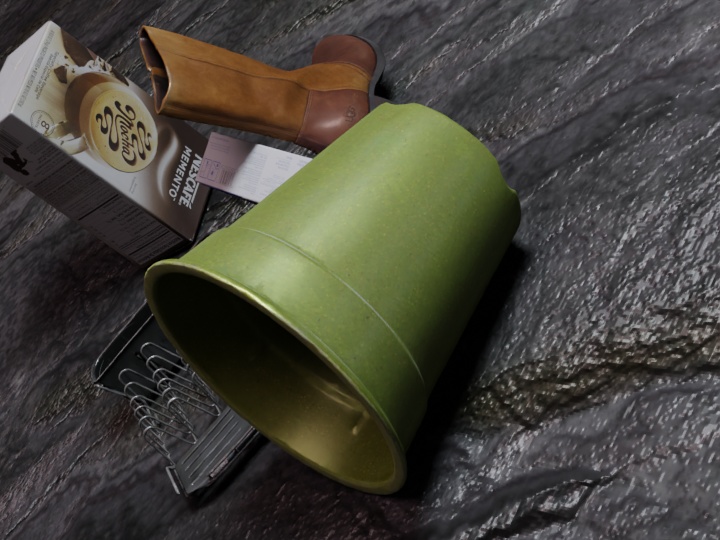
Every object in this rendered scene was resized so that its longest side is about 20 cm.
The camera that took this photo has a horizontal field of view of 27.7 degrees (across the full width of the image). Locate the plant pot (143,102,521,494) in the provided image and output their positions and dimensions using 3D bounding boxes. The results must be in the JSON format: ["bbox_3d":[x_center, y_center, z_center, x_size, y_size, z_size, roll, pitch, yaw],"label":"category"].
[{"bbox_3d":[0.000,0.000,0.907,0.199,0.200,0.190,4,49,54],"label":"plant pot"}]

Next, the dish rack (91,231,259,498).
[{"bbox_3d":[-0.119,0.072,1.095,0.154,0.054,0.200,-50,31,4],"label":"dish rack"}]

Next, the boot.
[{"bbox_3d":[-0.078,-0.148,1.131,0.189,0.198,0.069,-104,33,-48],"label":"boot"}]

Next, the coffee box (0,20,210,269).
[{"bbox_3d":[-0.231,-0.108,1.291,0.079,0.199,0.114,-26,39,41],"label":"coffee box"}]

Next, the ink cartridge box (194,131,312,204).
[{"bbox_3d":[-0.039,-0.058,1.081,0.200,0.093,0.045,22,92,59],"label":"ink cartridge box"}]
